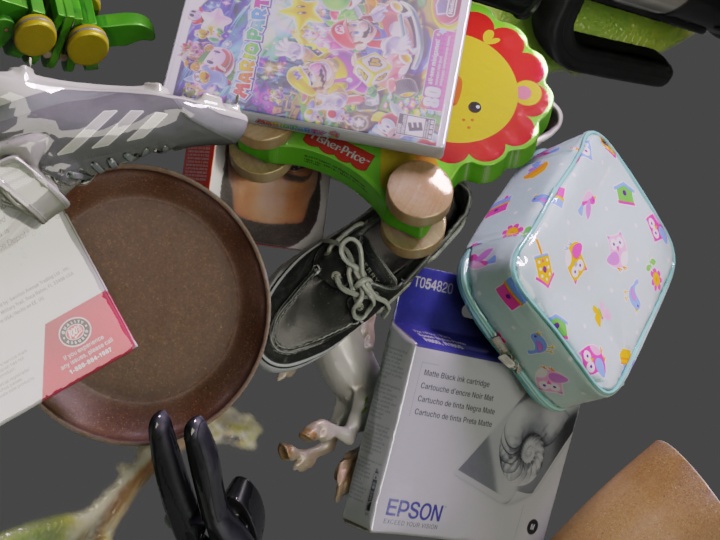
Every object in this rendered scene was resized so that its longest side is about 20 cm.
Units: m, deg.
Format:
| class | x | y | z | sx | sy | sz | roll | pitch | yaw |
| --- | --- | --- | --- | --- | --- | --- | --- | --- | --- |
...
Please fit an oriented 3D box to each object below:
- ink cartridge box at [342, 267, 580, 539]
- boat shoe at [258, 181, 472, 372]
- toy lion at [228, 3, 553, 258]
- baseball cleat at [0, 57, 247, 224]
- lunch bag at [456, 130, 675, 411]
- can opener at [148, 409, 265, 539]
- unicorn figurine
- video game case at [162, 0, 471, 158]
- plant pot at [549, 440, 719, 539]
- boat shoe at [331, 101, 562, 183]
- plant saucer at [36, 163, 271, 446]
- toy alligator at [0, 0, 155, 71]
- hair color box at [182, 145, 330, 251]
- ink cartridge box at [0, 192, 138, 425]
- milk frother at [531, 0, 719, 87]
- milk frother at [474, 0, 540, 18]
| class | x | y | z | sx | sy | sz | roll | pitch | yaw |
| --- | --- | --- | --- | --- | --- | --- | --- | --- | --- |
| ink cartridge box | 0.089 | 0.109 | 1.742 | 0.199 | 0.040 | 0.202 | 11 | 93 | -43 |
| boat shoe | 0.002 | 0.002 | 1.640 | 0.199 | 0.068 | 0.074 | -35 | 98 | -10 |
| toy lion | 0.030 | -0.120 | 1.619 | 0.199 | 0.069 | 0.192 | 26 | 64 | 9 |
| baseball cleat | -0.176 | -0.080 | 1.507 | 0.198 | 0.070 | 0.107 | 7 | 87 | -11 |
| lunch bag | 0.163 | 0.006 | 1.752 | 0.161 | 0.077 | 0.200 | 54 | 45 | -22 |
| can opener | -0.118 | 0.165 | 1.633 | 0.201 | 0.063 | 0.079 | 70 | 21 | -50 |
| unicorn figurine | -0.016 | 0.060 | 1.714 | 0.137 | 0.074 | 0.201 | -26 | 117 | -33 |
| video game case | -0.028 | -0.159 | 1.588 | 0.198 | 0.018 | 0.144 | 11 | 61 | 1 |
| plant pot | 0.203 | 0.267 | 1.783 | 0.199 | 0.186 | 0.187 | -32 | 107 | -5 |
| boat shoe | 0.062 | -0.105 | 1.737 | 0.199 | 0.066 | 0.073 | -6 | 96 | -26 |
| plant saucer | -0.161 | 0.023 | 1.619 | 0.199 | 0.037 | 0.202 | 1 | 98 | 4 |
| toy alligator | -0.244 | -0.173 | 1.595 | 0.199 | 0.060 | 0.054 | 9 | 130 | -26 |
| hair color box | -0.070 | -0.119 | 1.675 | 0.101 | 0.061 | 0.202 | 7 | 91 | -27 |
| ink cartridge box | -0.265 | 0.001 | 1.547 | 0.145 | 0.083 | 0.201 | -29 | 94 | -11 |
| milk frother | 0.246 | -0.218 | 1.740 | 0.187 | 0.200 | 0.182 | 11 | 98 | -31 |
| milk frother | 0.055 | -0.310 | 1.689 | 0.187 | 0.200 | 0.182 | 14 | 116 | -12 |
